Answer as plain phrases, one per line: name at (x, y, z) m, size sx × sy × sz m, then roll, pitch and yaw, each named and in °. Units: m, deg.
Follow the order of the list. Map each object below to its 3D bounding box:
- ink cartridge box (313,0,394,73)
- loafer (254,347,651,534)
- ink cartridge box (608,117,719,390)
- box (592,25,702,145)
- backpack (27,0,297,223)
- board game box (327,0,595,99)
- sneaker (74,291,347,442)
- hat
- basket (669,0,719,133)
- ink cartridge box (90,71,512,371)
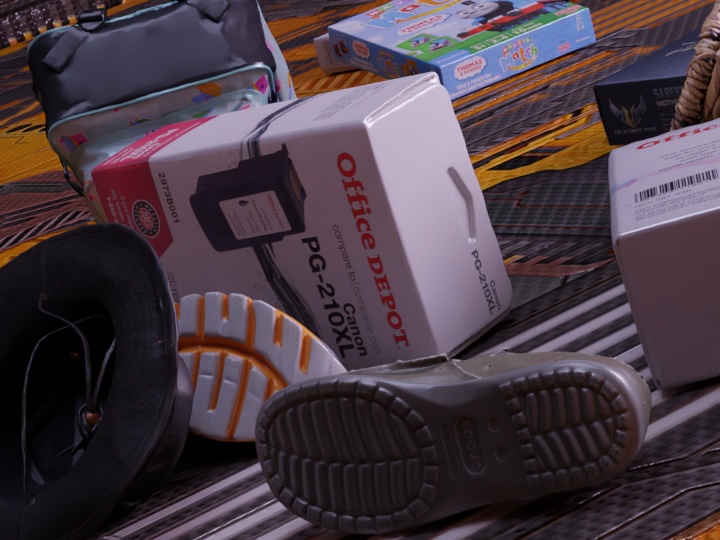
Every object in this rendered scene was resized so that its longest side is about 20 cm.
ink cartridge box at (0.090, -0.246, 2.627) m, size 0.200 × 0.041 × 0.200 m, roll -6°, pitch 17°, yaw 42°
loafer at (0.045, 0.075, 1.251) m, size 0.200 × 0.075 × 0.070 m, roll -5°, pitch 5°, yaw 30°
ink cartridge box at (0.204, -0.022, 1.391) m, size 0.145 × 0.084 × 0.200 m, roll -16°, pitch 13°, yaw 8°
box at (0.281, -0.137, 1.867) m, size 0.200 × 0.051 × 0.158 m, roll -4°, pitch 20°, yaw 46°
backpack at (-0.124, -0.090, 1.948) m, size 0.176 × 0.153 × 0.200 m, roll -19°, pitch -25°, yaw 1°
board game box at (0.084, -0.203, 2.384) m, size 0.151 × 0.037 × 0.200 m, roll -23°, pitch 23°, yaw -22°
sneaker at (-0.089, 0.057, 1.491) m, size 0.200 × 0.078 × 0.077 m, roll 5°, pitch -16°, yaw 30°
hat at (-0.142, 0.074, 1.416) m, size 0.201 × 0.201 × 0.081 m, roll -6°, pitch -22°, yaw 42°
basket at (0.215, -0.102, 1.586) m, size 0.149 × 0.143 × 0.200 m, roll -13°, pitch 13°, yaw 15°
ink cartridge box at (-0.033, -0.018, 1.555) m, size 0.200 × 0.145 × 0.084 m, roll -8°, pitch 17°, yaw 37°
